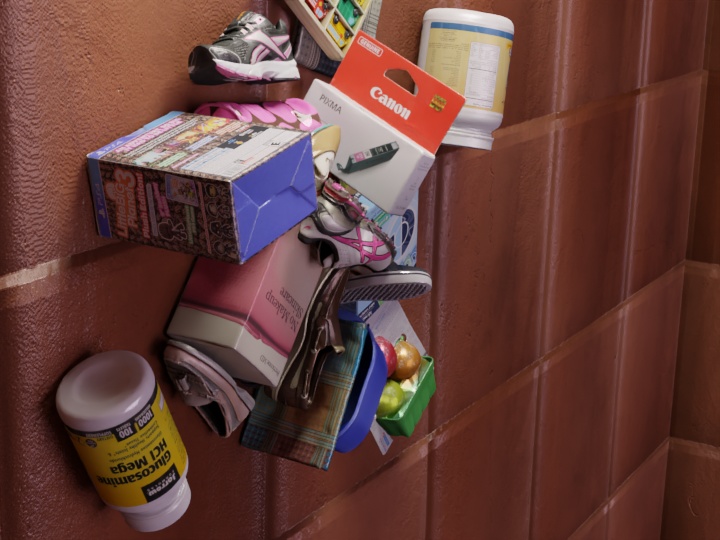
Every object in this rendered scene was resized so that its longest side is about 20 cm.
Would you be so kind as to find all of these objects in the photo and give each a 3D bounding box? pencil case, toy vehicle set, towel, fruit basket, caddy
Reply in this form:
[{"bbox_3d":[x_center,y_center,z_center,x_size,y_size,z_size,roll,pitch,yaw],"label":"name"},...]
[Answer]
[{"bbox_3d":[-0.120,-0.171,1.637,0.199,0.093,0.092,-20,104,-59],"label":"pencil case"},{"bbox_3d":[-0.049,-0.381,1.718,0.200,0.026,0.125,45,62,-53],"label":"toy vehicle set"},{"bbox_3d":[-0.031,-0.367,1.809,0.192,0.034,0.203,8,94,-58],"label":"towel"},{"bbox_3d":[0.034,0.153,2.045,0.201,0.093,0.186,56,49,-31],"label":"fruit basket"},{"bbox_3d":[-0.046,0.155,1.823,0.105,0.140,0.202,48,56,-58],"label":"caddy"},{"bbox_3d":[-0.076,0.154,1.764,0.022,0.145,0.202,31,72,-56],"label":"towel"}]

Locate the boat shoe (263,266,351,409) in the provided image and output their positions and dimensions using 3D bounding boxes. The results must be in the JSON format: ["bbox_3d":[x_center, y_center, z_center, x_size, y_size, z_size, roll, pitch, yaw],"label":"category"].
[{"bbox_3d":[-0.050,0.087,1.725,0.204,0.074,0.075,-65,165,3],"label":"boat shoe"}]

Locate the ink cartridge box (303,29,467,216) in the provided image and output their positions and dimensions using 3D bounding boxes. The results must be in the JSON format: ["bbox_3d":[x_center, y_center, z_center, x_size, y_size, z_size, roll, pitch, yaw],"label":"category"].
[{"bbox_3d":[0.017,-0.196,1.715,0.043,0.199,0.175,6,117,-60],"label":"ink cartridge box"}]

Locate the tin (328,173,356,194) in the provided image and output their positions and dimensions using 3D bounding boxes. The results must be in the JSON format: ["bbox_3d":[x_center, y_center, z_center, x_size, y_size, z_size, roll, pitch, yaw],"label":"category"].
[{"bbox_3d":[0.007,-0.158,1.925,0.199,0.041,0.114,-15,108,-59],"label":"tin"}]

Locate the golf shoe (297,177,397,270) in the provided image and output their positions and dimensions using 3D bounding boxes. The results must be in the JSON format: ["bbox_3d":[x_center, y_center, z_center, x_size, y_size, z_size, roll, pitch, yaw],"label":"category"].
[{"bbox_3d":[-0.021,-0.040,1.677,0.092,0.072,0.200,-51,147,-3],"label":"golf shoe"}]

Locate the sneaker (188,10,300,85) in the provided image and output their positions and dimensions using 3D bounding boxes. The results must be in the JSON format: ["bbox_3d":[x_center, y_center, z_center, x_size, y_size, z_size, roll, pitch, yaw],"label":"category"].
[{"bbox_3d":[-0.147,-0.271,1.599,0.200,0.079,0.088,-17,102,-66],"label":"sneaker"}]

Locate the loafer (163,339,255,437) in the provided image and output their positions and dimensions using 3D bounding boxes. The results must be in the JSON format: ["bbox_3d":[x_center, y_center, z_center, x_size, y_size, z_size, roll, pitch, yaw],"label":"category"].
[{"bbox_3d":[-0.192,0.152,1.642,0.063,0.071,0.200,-62,150,-15],"label":"loafer"}]

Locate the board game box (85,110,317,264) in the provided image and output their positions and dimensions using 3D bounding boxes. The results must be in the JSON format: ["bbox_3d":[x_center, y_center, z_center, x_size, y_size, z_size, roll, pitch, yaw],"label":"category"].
[{"bbox_3d":[-0.173,-0.096,1.460,0.159,0.198,0.098,-38,131,-49],"label":"board game box"}]

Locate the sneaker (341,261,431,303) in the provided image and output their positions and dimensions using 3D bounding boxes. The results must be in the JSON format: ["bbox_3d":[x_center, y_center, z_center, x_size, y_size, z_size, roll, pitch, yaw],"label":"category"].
[{"bbox_3d":[0.000,0.000,1.803,0.078,0.197,0.080,50,38,-63],"label":"sneaker"}]

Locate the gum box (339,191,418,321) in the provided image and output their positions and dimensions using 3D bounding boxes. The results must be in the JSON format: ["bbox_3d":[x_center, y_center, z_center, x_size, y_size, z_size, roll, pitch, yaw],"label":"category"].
[{"bbox_3d":[0.025,-0.041,1.938,0.170,0.044,0.202,-44,147,-41],"label":"gum box"}]

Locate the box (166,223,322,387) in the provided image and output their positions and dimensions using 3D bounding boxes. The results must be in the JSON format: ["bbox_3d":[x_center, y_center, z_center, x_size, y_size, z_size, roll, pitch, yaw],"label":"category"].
[{"bbox_3d":[-0.137,0.024,1.653,0.128,0.108,0.202,49,56,-55],"label":"box"}]

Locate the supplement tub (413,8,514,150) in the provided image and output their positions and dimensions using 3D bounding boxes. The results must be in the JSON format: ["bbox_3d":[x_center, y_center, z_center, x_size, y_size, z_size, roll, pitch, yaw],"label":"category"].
[{"bbox_3d":[0.156,-0.294,2.036,0.144,0.143,0.203,-2,100,-60],"label":"supplement tub"}]

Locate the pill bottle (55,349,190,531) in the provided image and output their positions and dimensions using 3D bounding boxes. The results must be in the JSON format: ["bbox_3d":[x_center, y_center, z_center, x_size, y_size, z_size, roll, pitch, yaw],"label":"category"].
[{"bbox_3d":[-0.260,0.198,1.487,0.113,0.111,0.202,-53,141,-38],"label":"pill bottle"}]

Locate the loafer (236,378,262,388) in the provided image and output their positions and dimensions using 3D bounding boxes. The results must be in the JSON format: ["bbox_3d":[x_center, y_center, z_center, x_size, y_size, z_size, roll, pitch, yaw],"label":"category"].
[{"bbox_3d":[-0.119,0.054,1.738,0.063,0.071,0.202,40,67,-53],"label":"loafer"}]

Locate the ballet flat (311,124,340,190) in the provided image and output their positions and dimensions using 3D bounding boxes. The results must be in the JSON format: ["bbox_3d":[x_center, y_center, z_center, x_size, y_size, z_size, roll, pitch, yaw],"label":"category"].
[{"bbox_3d":[-0.079,-0.113,1.617,0.199,0.063,0.069,-36,161,-35],"label":"ballet flat"}]
